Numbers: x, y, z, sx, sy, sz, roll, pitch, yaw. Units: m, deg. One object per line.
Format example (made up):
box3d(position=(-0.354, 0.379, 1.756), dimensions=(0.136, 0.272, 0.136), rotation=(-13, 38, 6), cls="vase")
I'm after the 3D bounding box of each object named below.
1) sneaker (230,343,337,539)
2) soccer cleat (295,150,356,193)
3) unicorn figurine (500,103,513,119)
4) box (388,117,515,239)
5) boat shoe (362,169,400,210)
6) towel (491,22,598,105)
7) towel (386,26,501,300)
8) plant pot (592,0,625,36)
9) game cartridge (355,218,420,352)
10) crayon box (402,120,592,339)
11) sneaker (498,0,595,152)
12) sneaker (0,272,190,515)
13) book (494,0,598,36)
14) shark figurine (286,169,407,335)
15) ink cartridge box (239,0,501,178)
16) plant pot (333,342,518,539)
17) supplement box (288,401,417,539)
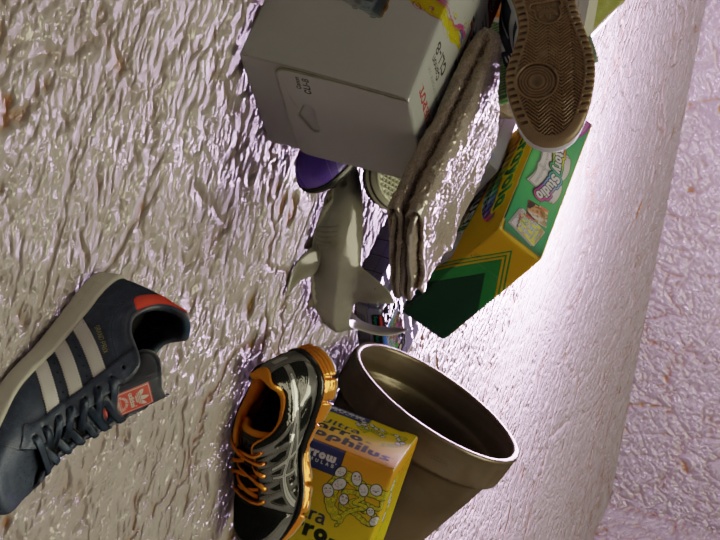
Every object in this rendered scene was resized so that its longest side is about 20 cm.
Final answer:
box3d(position=(-0.085, 0.160, 1.590), dimensions=(0.077, 0.078, 0.200), rotation=(-4, 112, -50), cls="sneaker")
box3d(position=(-0.015, -0.161, 1.535), dimensions=(0.073, 0.068, 0.200), rotation=(45, 63, -45), cls="soccer cleat")
box3d(position=(0.126, -0.231, 1.765), dimensions=(0.074, 0.200, 0.137), rotation=(-43, -169, 49), cls="unicorn figurine")
box3d(position=(0.108, -0.125, 1.831), dimensions=(0.156, 0.041, 0.200), rotation=(-48, -167, 43), cls="box")
box3d(position=(0.032, -0.097, 1.700), dimensions=(0.200, 0.062, 0.075), rotation=(-53, 124, -67), cls="boat shoe")
box3d(position=(0.119, -0.187, 1.649), dimensions=(0.023, 0.200, 0.153), rotation=(57, 18, -31), cls="towel")
box3d(position=(0.071, -0.082, 1.416), dimensions=(0.133, 0.034, 0.200), rotation=(87, 25, -58), cls="towel")
box3d(position=(0.197, -0.306, 1.919), dimensions=(0.200, 0.187, 0.187), rotation=(-60, 164, 5), cls="plant pot")
box3d(position=(0.035, 0.033, 1.913), dimensions=(0.200, 0.038, 0.130), rotation=(84, 23, -52), cls="game cartridge")
box3d(position=(0.135, -0.053, 1.759), dimensions=(0.173, 0.058, 0.200), rotation=(-44, -164, 47), cls="crayon box")
box3d(position=(0.149, -0.165, 1.443), dimensions=(0.109, 0.070, 0.200), rotation=(81, 5, -63), cls="sneaker")
box3d(position=(-0.177, 0.084, 1.170), dimensions=(0.075, 0.084, 0.200), rotation=(86, 26, -50), cls="sneaker")
box3d(position=(0.117, -0.290, 1.574), dimensions=(0.048, 0.200, 0.134), rotation=(-43, 146, -56), cls="book")
box3d(position=(-0.004, 0.021, 1.683), dimensions=(0.215, 0.089, 0.128), rotation=(83, 29, -49), cls="shark figurine")
box3d(position=(0.014, -0.198, 1.425), dimensions=(0.145, 0.145, 0.200), rotation=(72, 38, -65), cls="ink cartridge box")
box3d(position=(0.034, 0.201, 1.824), dimensions=(0.174, 0.200, 0.200), rotation=(-58, 167, 13), cls="plant pot")
box3d(position=(-0.035, 0.241, 1.693), dimensions=(0.110, 0.109, 0.200), rotation=(-43, 151, -72), cls="supplement box")
